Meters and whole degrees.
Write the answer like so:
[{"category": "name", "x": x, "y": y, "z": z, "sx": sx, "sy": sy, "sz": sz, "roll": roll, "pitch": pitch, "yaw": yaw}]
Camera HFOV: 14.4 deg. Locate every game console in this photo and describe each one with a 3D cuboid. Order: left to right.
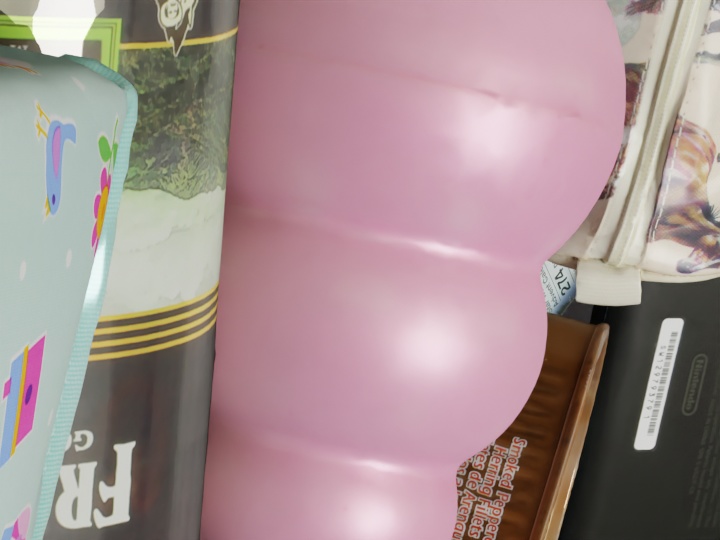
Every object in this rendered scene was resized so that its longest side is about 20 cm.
[{"category": "game console", "x": 0.139, "y": 0.016, "z": 1.039, "sx": 0.175, "sy": 0.116, "sz": 0.201, "roll": 0, "pitch": 113, "yaw": -23}]

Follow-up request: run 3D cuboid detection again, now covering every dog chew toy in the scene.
[{"category": "dog chew toy", "x": 0.000, "y": 0.000, "z": 0.771, "sx": 0.124, "sy": 0.124, "sz": 0.201, "roll": 10, "pitch": 93, "yaw": -49}]

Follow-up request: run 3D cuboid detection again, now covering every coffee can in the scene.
[{"category": "coffee can", "x": -0.104, "y": -0.011, "z": 0.694, "sx": 0.146, "sy": 0.146, "sz": 0.201, "roll": -8, "pitch": 106, "yaw": -47}]

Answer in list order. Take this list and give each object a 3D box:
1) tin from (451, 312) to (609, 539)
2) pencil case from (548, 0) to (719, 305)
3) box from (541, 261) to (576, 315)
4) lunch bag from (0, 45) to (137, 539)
[{"category": "tin", "x": 0.034, "y": 0.099, "z": 0.848, "sx": 0.112, "sy": 0.042, "sz": 0.201, "roll": 91, "pitch": 15, "yaw": -48}, {"category": "pencil case", "x": 0.100, "y": -0.091, "z": 0.867, "sx": 0.089, "sy": 0.077, "sz": 0.201, "roll": -42, "pitch": 147, "yaw": -67}, {"category": "box", "x": 0.018, "y": -0.055, "z": 0.900, "sx": 0.137, "sy": 0.040, "sz": 0.200, "roll": -51, "pitch": 134, "yaw": -24}, {"category": "lunch bag", "x": -0.123, "y": 0.052, "z": 0.543, "sx": 0.170, "sy": 0.121, "sz": 0.201, "roll": -26, "pitch": 128, "yaw": -79}]
